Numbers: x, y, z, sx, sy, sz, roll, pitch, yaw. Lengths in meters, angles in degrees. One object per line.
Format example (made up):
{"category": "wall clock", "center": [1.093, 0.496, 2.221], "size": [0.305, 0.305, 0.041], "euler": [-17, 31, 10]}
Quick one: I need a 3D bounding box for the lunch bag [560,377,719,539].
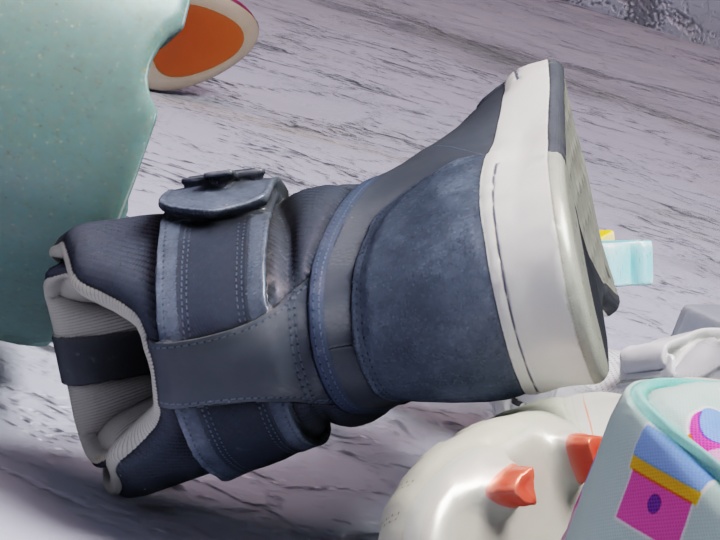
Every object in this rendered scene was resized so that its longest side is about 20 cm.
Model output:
{"category": "lunch bag", "center": [0.142, 0.087, 0.593], "size": [0.199, 0.077, 0.160], "euler": [9, 20, -39]}

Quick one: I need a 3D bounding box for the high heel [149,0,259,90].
{"category": "high heel", "center": [-0.155, -0.149, 1.524], "size": [0.199, 0.068, 0.096], "euler": [4, 25, -37]}

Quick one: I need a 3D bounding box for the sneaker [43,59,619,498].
{"category": "sneaker", "center": [-0.006, 0.000, 0.745], "size": [0.145, 0.077, 0.202], "euler": [-15, 6, 10]}

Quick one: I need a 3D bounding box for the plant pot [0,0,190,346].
{"category": "plant pot", "center": [-0.156, -0.075, 0.771], "size": [0.195, 0.201, 0.200], "euler": [18, 9, -12]}

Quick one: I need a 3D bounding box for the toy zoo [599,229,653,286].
{"category": "toy zoo", "center": [0.000, 0.000, 0.908], "size": [0.199, 0.021, 0.131], "euler": [0, 4, 22]}

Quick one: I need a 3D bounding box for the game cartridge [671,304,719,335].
{"category": "game cartridge", "center": [0.223, 0.052, 1.099], "size": [0.199, 0.041, 0.133], "euler": [8, 16, -38]}

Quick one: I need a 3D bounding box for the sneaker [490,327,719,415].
{"category": "sneaker", "center": [0.128, 0.028, 0.839], "size": [0.075, 0.115, 0.200], "euler": [6, 13, -44]}

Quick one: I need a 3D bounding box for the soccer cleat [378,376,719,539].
{"category": "soccer cleat", "center": [0.045, 0.065, 0.687], "size": [0.077, 0.070, 0.200], "euler": [-6, 2, 28]}
